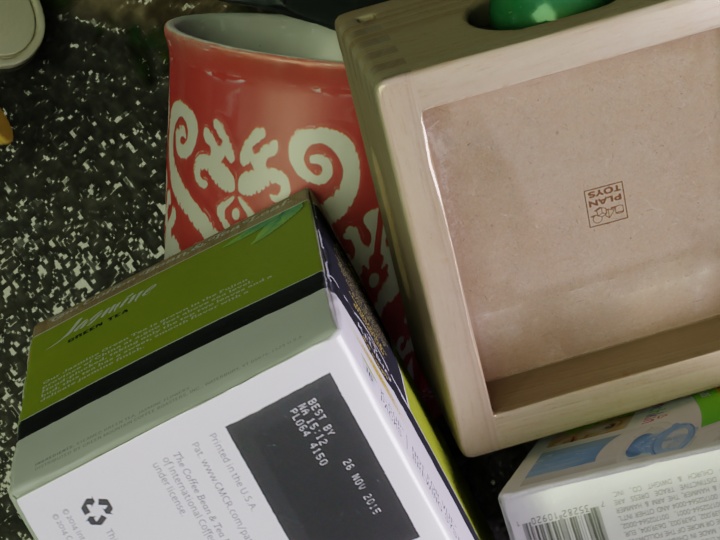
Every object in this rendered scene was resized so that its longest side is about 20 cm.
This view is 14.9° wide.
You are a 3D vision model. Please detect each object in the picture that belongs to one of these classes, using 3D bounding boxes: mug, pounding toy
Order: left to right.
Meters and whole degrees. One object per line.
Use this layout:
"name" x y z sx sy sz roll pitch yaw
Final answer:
"mug" -0.006 0.001 1.177 0.177 0.133 0.200 11 103 19
"pounding toy" 0.094 -0.065 1.086 0.184 0.142 0.200 -16 111 -4

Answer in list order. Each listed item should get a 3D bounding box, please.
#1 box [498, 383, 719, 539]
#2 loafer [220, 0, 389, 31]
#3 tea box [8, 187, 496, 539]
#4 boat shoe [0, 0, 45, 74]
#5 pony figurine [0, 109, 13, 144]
"box" 0.140 0.094 1.096 0.112 0.200 0.101 -15 99 18
"loafer" -0.033 -0.141 1.196 0.200 0.072 0.073 31 98 35
"tea box" -0.026 0.103 1.051 0.134 0.197 0.200 -26 106 5
"boat shoe" -0.228 -0.150 1.277 0.200 0.057 0.067 34 70 8
"pony figurine" -0.276 -0.084 1.207 0.200 0.167 0.193 -29 103 15
